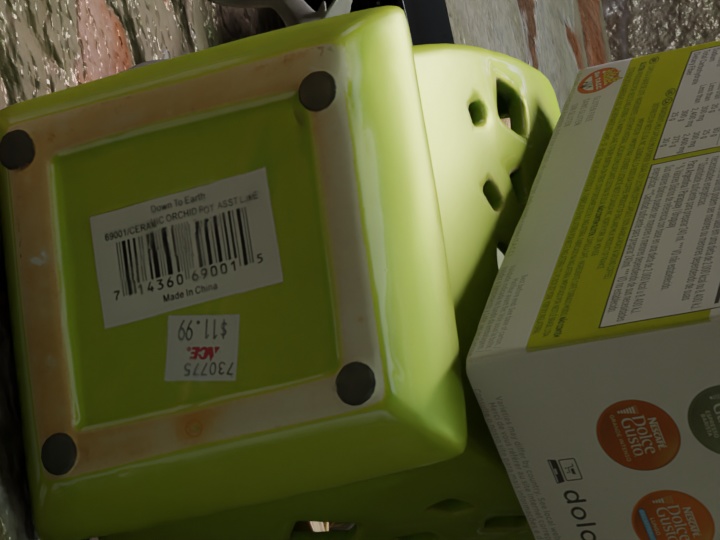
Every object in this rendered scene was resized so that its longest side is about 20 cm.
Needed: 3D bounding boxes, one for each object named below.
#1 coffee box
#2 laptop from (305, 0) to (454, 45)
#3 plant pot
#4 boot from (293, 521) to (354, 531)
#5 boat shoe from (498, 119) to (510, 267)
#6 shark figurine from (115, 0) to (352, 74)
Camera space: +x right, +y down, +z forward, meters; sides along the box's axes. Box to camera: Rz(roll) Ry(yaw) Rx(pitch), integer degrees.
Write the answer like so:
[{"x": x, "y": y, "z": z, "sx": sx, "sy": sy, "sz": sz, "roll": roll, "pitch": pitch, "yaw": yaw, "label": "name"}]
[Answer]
[{"x": 0.181, "y": 0.040, "z": 1.057, "sx": 0.200, "sy": 0.197, "sz": 0.200, "roll": 66, "pitch": 28, "yaw": -27, "label": "coffee box"}, {"x": 0.001, "y": -0.101, "z": 1.535, "sx": 0.103, "sy": 0.199, "sz": 0.178, "roll": -15, "pitch": 95, "yaw": -40, "label": "laptop"}, {"x": -0.029, "y": 0.013, "z": 1.083, "sx": 0.181, "sy": 0.199, "sz": 0.200, "roll": 29, "pitch": 51, "yaw": -65, "label": "plant pot"}, {"x": -0.029, "y": 0.116, "z": 1.243, "sx": 0.155, "sy": 0.072, "sz": 0.201, "roll": 30, "pitch": 43, "yaw": -65, "label": "boot"}, {"x": 0.092, "y": 0.013, "z": 1.379, "sx": 0.072, "sy": 0.076, "sz": 0.201, "roll": 82, "pitch": 2, "yaw": -69, "label": "boat shoe"}, {"x": -0.029, "y": -0.112, "z": 1.316, "sx": 0.090, "sy": 0.128, "sz": 0.215, "roll": -60, "pitch": -176, "yaw": 28, "label": "shark figurine"}]
